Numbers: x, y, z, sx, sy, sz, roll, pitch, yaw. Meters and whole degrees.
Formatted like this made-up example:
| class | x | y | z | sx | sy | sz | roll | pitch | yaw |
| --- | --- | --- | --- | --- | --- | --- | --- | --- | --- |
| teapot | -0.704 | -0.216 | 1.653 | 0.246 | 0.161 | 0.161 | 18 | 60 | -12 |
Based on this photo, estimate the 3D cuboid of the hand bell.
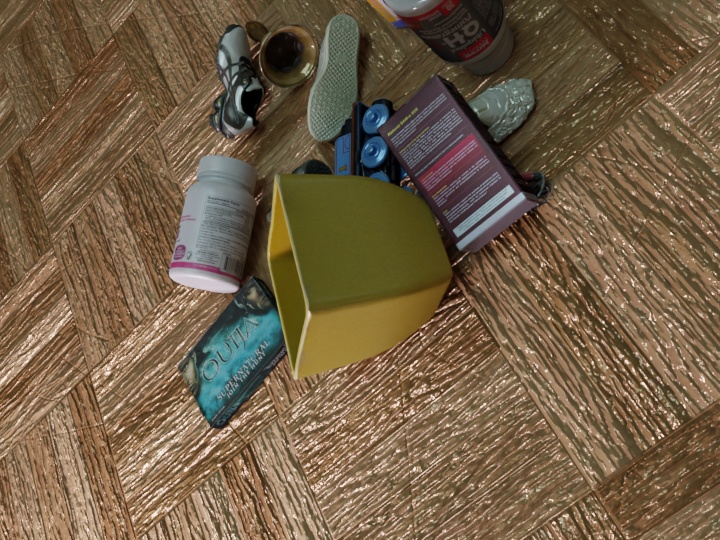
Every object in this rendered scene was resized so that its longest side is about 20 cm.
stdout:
| class | x | y | z | sx | sy | sz | roll | pitch | yaw |
| --- | --- | --- | --- | --- | --- | --- | --- | --- | --- |
| hand bell | -0.157 | -0.392 | 1.349 | 0.104 | 0.104 | 0.200 | -53 | 39 | 9 |

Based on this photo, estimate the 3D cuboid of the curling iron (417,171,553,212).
| class | x | y | z | sx | sy | sz | roll | pitch | yaw |
| --- | --- | --- | --- | --- | --- | --- | --- | --- | --- |
| curling iron | 0.158 | -0.105 | 1.040 | 0.200 | 0.026 | 0.050 | 5 | 76 | 37 |

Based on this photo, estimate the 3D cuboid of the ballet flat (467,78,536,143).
| class | x | y | z | sx | sy | sz | roll | pitch | yaw |
| --- | --- | --- | --- | --- | --- | --- | --- | --- | --- |
| ballet flat | 0.146 | -0.189 | 1.055 | 0.200 | 0.072 | 0.072 | -39 | 56 | 18 |

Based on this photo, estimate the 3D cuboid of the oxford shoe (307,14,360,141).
| class | x | y | z | sx | sy | sz | roll | pitch | yaw |
| --- | --- | --- | --- | --- | --- | --- | --- | --- | --- |
| oxford shoe | -0.040 | -0.298 | 1.236 | 0.058 | 0.075 | 0.201 | 173 | 106 | -78 |

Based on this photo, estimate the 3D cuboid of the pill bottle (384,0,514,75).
| class | x | y | z | sx | sy | sz | roll | pitch | yaw |
| --- | --- | --- | --- | --- | --- | --- | --- | --- | --- |
| pill bottle | 0.124 | -0.340 | 1.035 | 0.110 | 0.200 | 0.111 | -13 | 67 | 33 |

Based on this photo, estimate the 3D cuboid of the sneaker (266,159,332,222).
| class | x | y | z | sx | sy | sz | roll | pitch | yaw |
| --- | --- | --- | --- | --- | --- | --- | --- | --- | --- |
| sneaker | -0.080 | -0.053 | 1.171 | 0.114 | 0.076 | 0.200 | -21 | 78 | 53 |

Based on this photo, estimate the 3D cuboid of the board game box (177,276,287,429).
| class | x | y | z | sx | sy | sz | roll | pitch | yaw |
| --- | --- | --- | --- | --- | --- | --- | --- | --- | --- |
| board game box | -0.190 | 0.125 | 1.213 | 0.200 | 0.028 | 0.135 | -49 | 54 | 12 |

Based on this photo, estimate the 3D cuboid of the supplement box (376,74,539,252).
| class | x | y | z | sx | sy | sz | roll | pitch | yaw |
| --- | --- | --- | --- | --- | --- | --- | --- | --- | --- |
| supplement box | 0.121 | -0.134 | 0.996 | 0.109 | 0.061 | 0.200 | -39 | 73 | 23 |

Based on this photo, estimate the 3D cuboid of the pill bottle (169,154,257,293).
| class | x | y | z | sx | sy | sz | roll | pitch | yaw |
| --- | --- | --- | --- | --- | --- | --- | --- | --- | --- |
| pill bottle | -0.229 | -0.073 | 1.256 | 0.113 | 0.113 | 0.201 | 0 | 74 | 36 |

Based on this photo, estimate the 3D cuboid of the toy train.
| class | x | y | z | sx | sy | sz | roll | pitch | yaw |
| --- | --- | --- | --- | --- | --- | --- | --- | --- | --- |
| toy train | 0.011 | -0.148 | 1.126 | 0.114 | 0.087 | 0.201 | -15 | 66 | 35 |

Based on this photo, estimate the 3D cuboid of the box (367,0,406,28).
| class | x | y | z | sx | sy | sz | roll | pitch | yaw |
| --- | --- | --- | --- | --- | --- | --- | --- | --- | --- |
| box | 0.103 | -0.403 | 1.124 | 0.200 | 0.119 | 0.042 | 6 | 78 | 38 |

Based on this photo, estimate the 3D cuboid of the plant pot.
| class | x | y | z | sx | sy | sz | roll | pitch | yaw |
| --- | --- | --- | --- | --- | --- | --- | --- | --- | --- |
| plant pot | 0.000 | 0.000 | 1.000 | 0.196 | 0.199 | 0.195 | 108 | 151 | -57 |

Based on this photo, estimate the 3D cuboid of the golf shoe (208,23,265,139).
| class | x | y | z | sx | sy | sz | roll | pitch | yaw |
| --- | --- | --- | --- | --- | --- | --- | --- | --- | --- |
| golf shoe | -0.198 | -0.326 | 1.351 | 0.094 | 0.078 | 0.201 | -1 | 84 | 32 |
